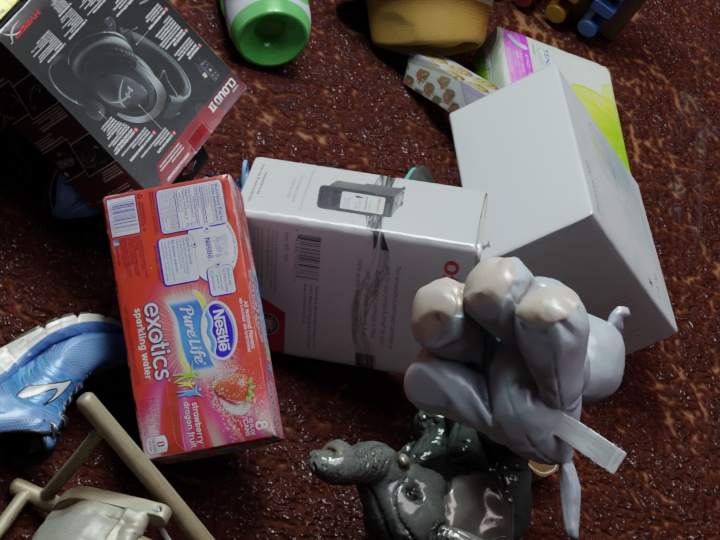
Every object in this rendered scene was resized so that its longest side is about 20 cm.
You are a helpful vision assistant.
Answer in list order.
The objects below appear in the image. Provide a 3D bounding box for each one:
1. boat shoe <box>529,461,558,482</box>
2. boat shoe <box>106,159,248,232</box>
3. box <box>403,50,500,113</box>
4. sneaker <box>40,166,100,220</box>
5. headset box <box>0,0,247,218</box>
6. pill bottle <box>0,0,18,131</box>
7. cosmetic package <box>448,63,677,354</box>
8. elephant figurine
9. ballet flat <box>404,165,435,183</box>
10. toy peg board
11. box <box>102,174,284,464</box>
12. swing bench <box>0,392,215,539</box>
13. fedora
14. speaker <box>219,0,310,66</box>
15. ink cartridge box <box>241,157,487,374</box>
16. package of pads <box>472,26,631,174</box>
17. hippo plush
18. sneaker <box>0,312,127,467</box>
[{"bbox_3d":[0.117,0.090,1.442,0.076,0.074,0.201,-24,82,-44],"label":"boat shoe"},{"bbox_3d":[-0.121,-0.046,1.429,0.200,0.069,0.084,-20,64,-45],"label":"boat shoe"},{"bbox_3d":[0.120,-0.173,1.690,0.041,0.039,0.200,-5,29,-37],"label":"box"},{"bbox_3d":[-0.216,-0.121,1.407,0.071,0.083,0.200,44,52,-23],"label":"sneaker"},{"bbox_3d":[-0.197,-0.148,1.324,0.200,0.077,0.149,47,53,-19],"label":"headset box"},{"bbox_3d":[-0.305,-0.200,1.376,0.111,0.111,0.200,33,57,-4],"label":"pill bottle"},{"bbox_3d":[0.189,-0.046,1.545,0.200,0.123,0.200,46,27,-42],"label":"cosmetic package"},{"bbox_3d":[0.050,0.188,1.279,0.155,0.142,0.200,30,31,16],"label":"elephant figurine"},{"bbox_3d":[0.049,-0.024,1.529,0.068,0.068,0.200,13,43,18],"label":"ballet flat"},{"bbox_3d":[0.247,-0.362,1.923,0.199,0.200,0.098,36,57,0],"label":"toy peg board"},{"bbox_3d":[-0.124,0.039,1.239,0.099,0.095,0.201,-11,82,1],"label":"box"},{"bbox_3d":[-0.171,0.229,1.082,0.200,0.130,0.199,38,38,-6],"label":"swing bench"},{"bbox_3d":[0.073,-0.274,1.756,0.200,0.200,0.082,4,88,-33],"label":"fedora"},{"bbox_3d":[-0.102,-0.303,1.683,0.088,0.089,0.201,12,45,-26],"label":"speaker"},{"bbox_3d":[0.000,0.000,1.358,0.199,0.146,0.084,9,38,6],"label":"ink cartridge box"},{"bbox_3d":[0.208,-0.164,1.783,0.154,0.068,0.201,17,44,-21],"label":"package of pads"},{"bbox_3d":[0.149,0.058,1.252,0.200,0.160,0.161,37,35,18],"label":"hippo plush"},{"bbox_3d":[-0.243,0.098,1.208,0.200,0.079,0.089,-27,80,-41],"label":"sneaker"}]
